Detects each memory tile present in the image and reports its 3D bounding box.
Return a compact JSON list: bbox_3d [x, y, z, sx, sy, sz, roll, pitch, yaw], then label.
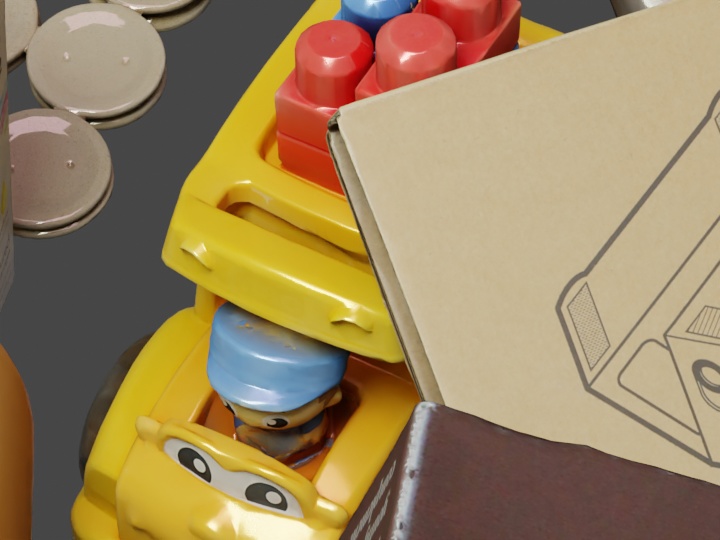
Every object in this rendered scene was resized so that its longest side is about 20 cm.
[{"bbox_3d":[-0.163,-0.094,0.972,0.200,0.017,0.153,17,59,8],"label":"memory tile"}]

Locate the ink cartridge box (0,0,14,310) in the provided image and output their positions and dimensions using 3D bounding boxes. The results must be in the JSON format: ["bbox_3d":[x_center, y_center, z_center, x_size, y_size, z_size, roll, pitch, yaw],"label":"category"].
[{"bbox_3d":[-0.153,-0.026,0.815,0.068,0.200,0.115,12,51,4],"label":"ink cartridge box"}]

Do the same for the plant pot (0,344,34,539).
[{"bbox_3d":[-0.168,0.097,0.719,0.200,0.200,0.183,9,42,3],"label":"plant pot"}]

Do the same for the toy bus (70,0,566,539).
[{"bbox_3d":[0.000,0.000,0.812,0.136,0.192,0.200,24,59,17],"label":"toy bus"}]

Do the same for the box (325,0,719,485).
[{"bbox_3d":[0.108,0.004,0.743,0.200,0.021,0.164,-19,86,-18],"label":"box"}]

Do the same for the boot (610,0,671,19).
[{"bbox_3d":[0.114,-0.107,0.883,0.064,0.200,0.187,-19,58,18],"label":"boot"}]

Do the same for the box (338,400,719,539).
[{"bbox_3d":[0.074,0.158,0.615,0.200,0.166,0.164,16,58,-7],"label":"box"}]
